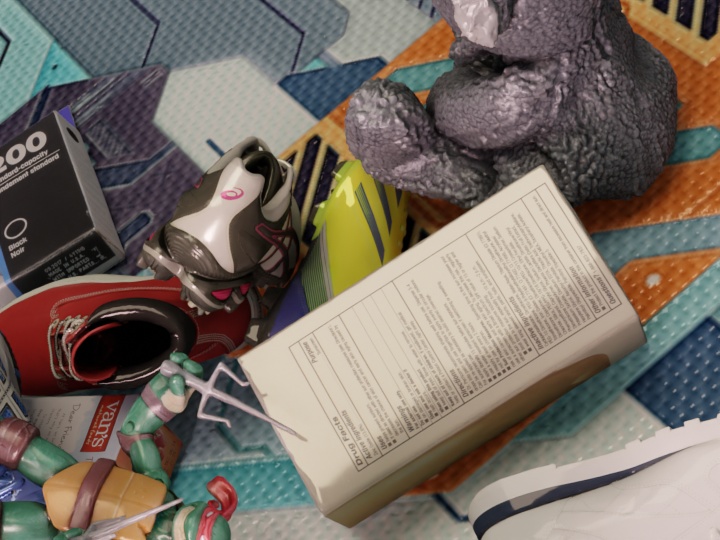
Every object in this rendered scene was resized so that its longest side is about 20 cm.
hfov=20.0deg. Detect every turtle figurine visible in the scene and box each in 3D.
[{"bbox_3d":[-0.140,0.119,1.071,0.198,0.101,0.150,8,40,10],"label":"turtle figurine"}]

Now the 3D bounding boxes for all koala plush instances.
[{"bbox_3d":[0.095,-0.147,1.164,0.183,0.201,0.178,24,55,27],"label":"koala plush"}]

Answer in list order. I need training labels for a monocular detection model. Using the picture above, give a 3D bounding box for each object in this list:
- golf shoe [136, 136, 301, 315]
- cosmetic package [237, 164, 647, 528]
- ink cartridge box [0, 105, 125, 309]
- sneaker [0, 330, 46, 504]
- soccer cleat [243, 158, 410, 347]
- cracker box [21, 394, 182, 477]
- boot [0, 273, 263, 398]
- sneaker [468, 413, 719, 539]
[{"bbox_3d":[-0.063,-0.036,1.226,0.088,0.077,0.200,-56,-1,17],"label":"golf shoe"},{"bbox_3d":[0.046,0.044,1.113,0.199,0.071,0.106,-31,72,4],"label":"cosmetic package"},{"bbox_3d":[-0.276,-0.025,1.439,0.197,0.043,0.201,-32,40,4],"label":"ink cartridge box"},{"bbox_3d":[-0.222,0.097,1.163,0.075,0.077,0.201,-34,56,2],"label":"sneaker"},{"bbox_3d":[0.000,0.001,1.233,0.083,0.065,0.201,21,56,10],"label":"soccer cleat"},{"bbox_3d":[-0.217,0.147,1.227,0.198,0.058,0.135,-4,51,32],"label":"cracker box"},{"bbox_3d":[-0.174,0.045,1.231,0.198,0.073,0.144,-12,5,23],"label":"boot"},{"bbox_3d":[0.150,0.128,1.003,0.199,0.076,0.081,-22,54,21],"label":"sneaker"}]
